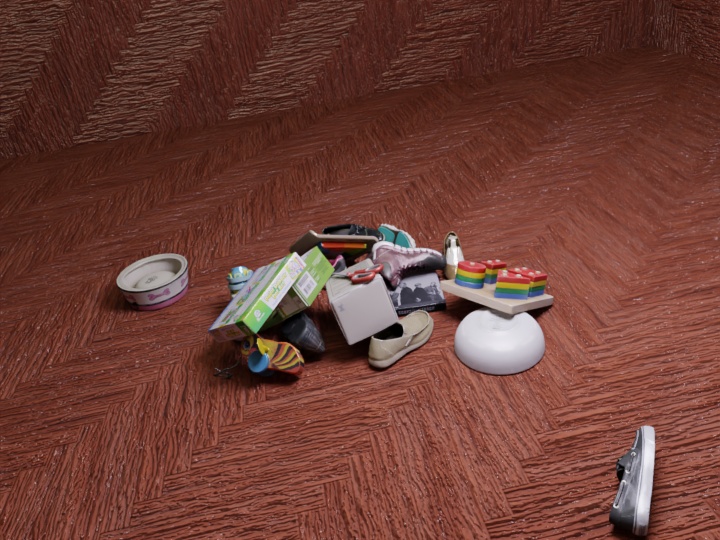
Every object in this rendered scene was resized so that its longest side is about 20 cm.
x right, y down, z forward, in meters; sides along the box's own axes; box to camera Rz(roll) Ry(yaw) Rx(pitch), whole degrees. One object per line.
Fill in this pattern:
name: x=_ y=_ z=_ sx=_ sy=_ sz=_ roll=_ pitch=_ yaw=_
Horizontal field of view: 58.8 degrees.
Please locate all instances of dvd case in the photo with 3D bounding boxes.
dvd case: x=0.128 y=0.045 z=1.607 sx=0.145 sy=0.025 sz=0.202 roll=-8 pitch=29 yaw=1

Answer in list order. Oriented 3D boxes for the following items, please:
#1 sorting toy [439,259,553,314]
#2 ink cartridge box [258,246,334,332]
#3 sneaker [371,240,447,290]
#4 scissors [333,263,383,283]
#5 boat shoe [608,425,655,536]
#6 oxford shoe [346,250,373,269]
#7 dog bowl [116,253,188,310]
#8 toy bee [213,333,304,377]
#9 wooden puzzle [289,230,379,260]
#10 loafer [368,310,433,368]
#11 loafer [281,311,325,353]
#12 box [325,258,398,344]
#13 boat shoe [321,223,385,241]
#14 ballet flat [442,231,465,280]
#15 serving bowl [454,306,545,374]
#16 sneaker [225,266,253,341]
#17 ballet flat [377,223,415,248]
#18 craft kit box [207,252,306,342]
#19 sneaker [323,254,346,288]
sorting toy: x=0.316 y=0.027 z=1.467 sx=0.197 sy=0.072 sz=0.195 roll=20 pitch=17 yaw=41
ink cartridge box: x=-0.174 y=0.049 z=1.526 sx=0.197 sy=0.076 sz=0.149 roll=-29 pitch=18 yaw=38
sneaker: x=0.117 y=0.003 z=1.609 sx=0.193 sy=0.077 sz=0.118 roll=9 pitch=58 yaw=5
scissors: x=-0.025 y=0.011 z=1.418 sx=0.197 sy=0.014 sz=0.073 roll=-7 pitch=25 yaw=49
boat shoe: x=0.430 y=0.319 z=1.005 sx=0.055 sy=0.071 sz=0.201 roll=6 pitch=35 yaw=25
oxford shoe: x=0.000 y=0.000 z=1.650 sx=0.071 sy=0.073 sz=0.201 roll=22 pitch=34 yaw=3
dog bowl: x=-0.562 y=0.034 z=1.757 sx=0.193 sy=0.076 sz=0.202 roll=-6 pitch=30 yaw=3
toy bee: x=-0.217 y=0.169 z=1.374 sx=0.193 sy=0.113 sz=0.131 roll=3 pitch=-17 yaw=-9
wooden puzzle: x=-0.072 y=-0.057 z=1.686 sx=0.194 sy=0.039 sz=0.184 roll=5 pitch=-15 yaw=-25
loafer: x=0.092 y=0.138 z=1.406 sx=0.074 sy=0.070 sz=0.198 roll=17 pitch=38 yaw=38
loafer: x=-0.133 y=0.143 z=1.472 sx=0.073 sy=0.072 sz=0.200 roll=-50 pitch=20 yaw=2
box: x=-0.001 y=0.066 z=1.444 sx=0.125 sy=0.112 sz=0.200 roll=-25 pitch=14 yaw=0
boat shoe: x=-0.026 y=-0.103 z=1.836 sx=0.194 sy=0.067 sz=0.076 roll=7 pitch=60 yaw=30
ballet flat: x=0.246 y=-0.043 z=1.679 sx=0.065 sy=0.074 sz=0.202 roll=-3 pitch=30 yaw=7
serving bowl: x=0.295 y=0.133 z=1.366 sx=0.193 sy=0.068 sz=0.202 roll=-7 pitch=30 yaw=4
sneaker: x=-0.294 y=0.071 z=1.562 sx=0.077 sy=0.134 sz=0.202 roll=-9 pitch=29 yaw=-5
ballet flat: x=0.116 y=-0.084 z=1.797 sx=0.070 sy=0.074 sz=0.200 roll=-18 pitch=31 yaw=-18
craft kit box: x=-0.230 y=0.062 z=1.413 sx=0.196 sy=0.049 sz=0.202 roll=-22 pitch=28 yaw=55
sneaker: x=-0.124 y=0.000 z=1.681 sx=0.193 sy=0.098 sz=0.080 roll=-6 pitch=30 yaw=7
